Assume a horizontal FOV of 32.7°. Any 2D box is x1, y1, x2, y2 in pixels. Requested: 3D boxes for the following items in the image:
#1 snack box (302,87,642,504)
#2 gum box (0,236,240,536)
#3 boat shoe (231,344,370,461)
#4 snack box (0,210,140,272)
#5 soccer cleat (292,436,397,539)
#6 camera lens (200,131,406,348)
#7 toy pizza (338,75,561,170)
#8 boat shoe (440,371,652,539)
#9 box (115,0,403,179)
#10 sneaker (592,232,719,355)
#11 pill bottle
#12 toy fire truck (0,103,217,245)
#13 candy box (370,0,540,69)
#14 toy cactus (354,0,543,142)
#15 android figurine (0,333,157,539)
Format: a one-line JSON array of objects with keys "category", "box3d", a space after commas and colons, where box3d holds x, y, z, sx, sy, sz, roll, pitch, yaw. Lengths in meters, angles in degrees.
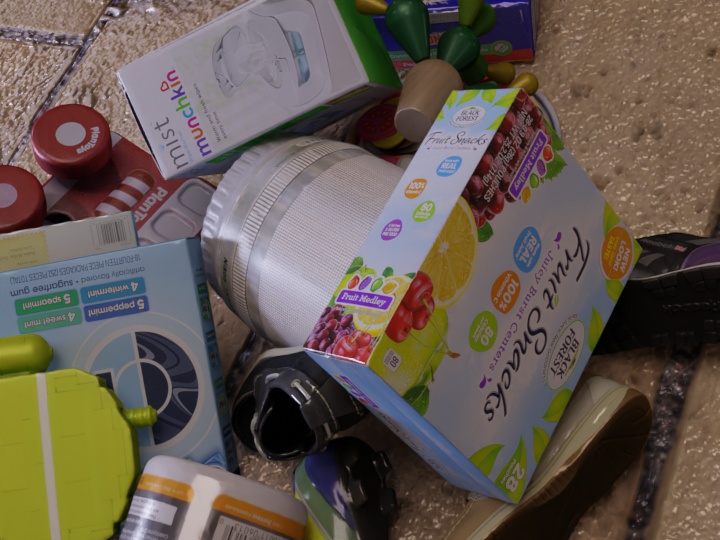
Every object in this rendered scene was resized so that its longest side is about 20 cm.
[{"category": "snack box", "box3d": [0.079, 0.016, 0.774, 0.067, 0.169, 0.201, 9, 61, 49]}, {"category": "gum box", "box3d": [-0.184, 0.089, 0.891, 0.168, 0.045, 0.202, -9, 92, 6]}, {"category": "boat shoe", "box3d": [-0.052, 0.096, 0.839, 0.072, 0.200, 0.068, 49, 61, -5]}, {"category": "snack box", "box3d": [-0.262, 0.030, 0.940, 0.198, 0.037, 0.117, -11, 91, -9]}, {"category": "soccer cleat", "box3d": [-0.014, 0.212, 0.828, 0.083, 0.064, 0.202, -29, 50, 35]}, {"category": "camera lens", "box3d": [0.000, 0.000, 0.895, 0.199, 0.160, 0.160, 30, 68, 35]}, {"category": "toy pizza", "box3d": [0.069, -0.104, 1.033, 0.198, 0.032, 0.202, -8, 53, 11]}, {"category": "boat shoe", "box3d": [0.109, 0.148, 0.823, 0.200, 0.074, 0.066, -41, 41, -15]}, {"category": "box", "box3d": [-0.073, -0.154, 0.985, 0.175, 0.200, 0.097, -25, 92, 10]}, {"category": "sneaker", "box3d": [0.204, 0.011, 0.899, 0.198, 0.076, 0.088, 1, 26, 27]}, {"category": "pill bottle", "box3d": [-0.114, 0.230, 0.785, 0.115, 0.116, 0.202, 11, 74, 24]}, {"category": "toy fire truck", "box3d": [-0.225, -0.029, 1.024, 0.167, 0.113, 0.200, 30, 58, 14]}, {"category": "candy box", "box3d": [0.084, -0.283, 1.128, 0.167, 0.077, 0.201, 0, 55, 16]}, {"category": "toy cactus", "box3d": [0.059, -0.160, 0.950, 0.102, 0.201, 0.166, -16, 32, 38]}, {"category": "android figurine", "box3d": [-0.235, 0.135, 0.839, 0.198, 0.041, 0.184, -9, 81, -4]}]
